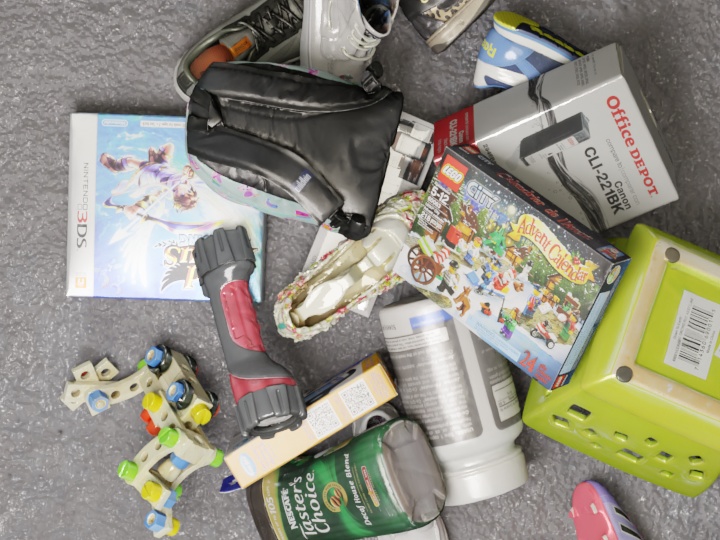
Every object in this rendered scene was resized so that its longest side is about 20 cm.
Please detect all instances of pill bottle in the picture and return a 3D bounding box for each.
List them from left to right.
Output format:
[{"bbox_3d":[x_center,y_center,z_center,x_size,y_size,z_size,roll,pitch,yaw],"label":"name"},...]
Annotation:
[{"bbox_3d":[0.095,0.120,1.677,0.112,0.114,0.202,-15,93,0],"label":"pill bottle"}]

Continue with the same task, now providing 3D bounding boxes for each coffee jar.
[{"bbox_3d":[-0.019,0.217,1.654,0.199,0.085,0.105,-24,87,39],"label":"coffee jar"}]

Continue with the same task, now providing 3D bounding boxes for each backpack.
[{"bbox_3d":[-0.071,-0.117,1.614,0.198,0.127,0.169,14,72,1],"label":"backpack"}]

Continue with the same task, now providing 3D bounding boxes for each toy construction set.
[{"bbox_3d":[-0.206,0.150,1.671,0.132,0.092,0.200,-53,54,12],"label":"toy construction set"}]

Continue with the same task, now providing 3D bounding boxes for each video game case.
[{"bbox_3d":[-0.191,-0.062,1.700,0.197,0.045,0.184,2,94,-1],"label":"video game case"}]

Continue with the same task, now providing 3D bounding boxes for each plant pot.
[{"bbox_3d":[0.289,0.079,1.614,0.197,0.182,0.202,23,73,-4],"label":"plant pot"}]

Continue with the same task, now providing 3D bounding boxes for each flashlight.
[{"bbox_3d":[-0.105,0.056,1.617,0.067,0.068,0.202,-8,68,-18],"label":"flashlight"}]

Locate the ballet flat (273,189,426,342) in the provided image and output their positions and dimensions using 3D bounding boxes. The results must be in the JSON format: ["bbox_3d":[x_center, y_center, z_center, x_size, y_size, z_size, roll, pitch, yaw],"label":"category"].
[{"bbox_3d":[0.000,0.000,1.645,0.200,0.064,0.076,-42,93,1],"label":"ballet flat"}]

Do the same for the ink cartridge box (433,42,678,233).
[{"bbox_3d":[0.187,-0.106,1.637,0.198,0.084,0.145,-24,116,15],"label":"ink cartridge box"}]

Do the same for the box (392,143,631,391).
[{"bbox_3d":[0.134,-0.005,1.557,0.199,0.038,0.138,37,119,27],"label":"box"}]

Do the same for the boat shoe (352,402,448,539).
[{"bbox_3d":[0.043,0.228,1.704,0.071,0.069,0.203,-13,93,0],"label":"boat shoe"}]

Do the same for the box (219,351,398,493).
[{"bbox_3d":[-0.058,0.150,1.675,0.199,0.119,0.042,-29,93,1],"label":"box"}]

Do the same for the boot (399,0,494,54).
[{"bbox_3d":[0.092,-0.333,1.677,0.150,0.073,0.200,41,97,-2],"label":"boot"}]

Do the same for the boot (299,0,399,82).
[{"bbox_3d":[-0.008,-0.229,1.638,0.073,0.095,0.202,-20,119,-27],"label":"boot"}]

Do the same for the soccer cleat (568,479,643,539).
[{"bbox_3d":[0.276,0.298,1.721,0.076,0.067,0.202,-24,87,-30],"label":"soccer cleat"}]

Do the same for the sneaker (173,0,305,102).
[{"bbox_3d":[-0.095,-0.228,1.675,0.199,0.079,0.074,-36,92,-2],"label":"sneaker"}]

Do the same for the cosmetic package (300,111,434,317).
[{"bbox_3d":[0.008,-0.062,1.698,0.082,0.051,0.202,21,93,-1],"label":"cosmetic package"}]

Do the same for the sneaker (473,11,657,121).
[{"bbox_3d":[0.201,-0.177,1.685,0.199,0.074,0.083,29,108,-7],"label":"sneaker"}]
